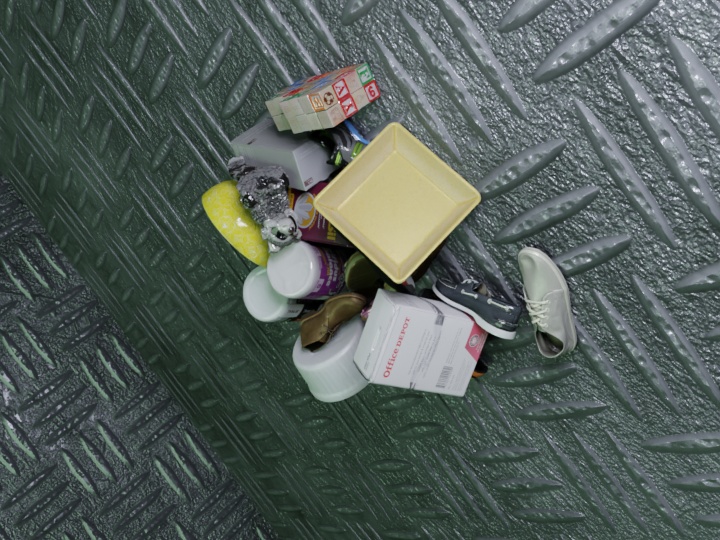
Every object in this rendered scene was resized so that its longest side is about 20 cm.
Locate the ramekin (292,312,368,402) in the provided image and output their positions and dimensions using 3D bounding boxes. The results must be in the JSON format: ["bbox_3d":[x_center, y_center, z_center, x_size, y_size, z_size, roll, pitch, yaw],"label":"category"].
[{"bbox_3d":[-0.048,0.169,1.641,0.199,0.201,0.098,6,141,50],"label":"ramekin"}]

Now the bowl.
[{"bbox_3d":[-0.203,-0.114,1.523,0.200,0.108,0.200,45,-167,-13],"label":"bowl"}]

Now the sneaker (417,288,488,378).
[{"bbox_3d":[0.176,0.116,1.448,0.089,0.070,0.202,-12,112,35],"label":"sneaker"}]

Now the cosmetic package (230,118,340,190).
[{"bbox_3d":[-0.139,-0.220,1.456,0.199,0.107,0.091,12,132,45],"label":"cosmetic package"}]

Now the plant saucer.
[{"bbox_3d":[0.058,-0.106,1.249,0.200,0.200,0.049,43,170,13],"label":"plant saucer"}]

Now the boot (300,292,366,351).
[{"bbox_3d":[-0.055,0.105,1.553,0.073,0.076,0.199,26,142,-27],"label":"boot"}]

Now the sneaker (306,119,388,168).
[{"bbox_3d":[-0.013,-0.195,1.337,0.199,0.083,0.071,41,148,14],"label":"sneaker"}]

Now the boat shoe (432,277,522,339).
[{"bbox_3d":[0.202,0.049,1.335,0.199,0.075,0.061,33,109,44],"label":"boat shoe"}]

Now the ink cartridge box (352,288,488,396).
[{"bbox_3d":[0.104,0.127,1.340,0.085,0.198,0.147,42,116,58],"label":"ink cartridge box"}]

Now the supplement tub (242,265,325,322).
[{"bbox_3d":[-0.148,0.047,1.649,0.121,0.199,0.124,-1,88,29],"label":"supplement tub"}]

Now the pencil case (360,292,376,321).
[{"bbox_3d":[0.091,0.129,1.523,0.200,0.083,0.086,46,168,-8],"label":"pencil case"}]

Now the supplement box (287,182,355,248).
[{"bbox_3d":[-0.049,-0.104,1.435,0.199,0.085,0.112,11,94,48],"label":"supplement box"}]

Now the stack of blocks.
[{"bbox_3d":[-0.076,-0.282,1.297,0.199,0.115,0.059,4,127,52],"label":"stack of blocks"}]

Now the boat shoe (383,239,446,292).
[{"bbox_3d":[0.088,-0.020,1.410,0.063,0.073,0.200,51,139,13],"label":"boat shoe"}]

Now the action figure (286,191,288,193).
[{"bbox_3d":[-0.129,-0.097,1.617,0.131,0.069,0.200,53,146,10],"label":"action figure"}]

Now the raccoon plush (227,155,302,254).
[{"bbox_3d":[-0.170,-0.125,1.432,0.200,0.096,0.135,-121,11,-54],"label":"raccoon plush"}]

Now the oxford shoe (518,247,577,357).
[{"bbox_3d":[0.292,0.056,1.225,0.075,0.058,0.202,10,129,51],"label":"oxford shoe"}]

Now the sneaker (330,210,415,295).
[{"bbox_3d":[0.049,-0.057,1.333,0.201,0.108,0.067,45,160,-20],"label":"sneaker"}]

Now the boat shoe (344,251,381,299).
[{"bbox_3d":[0.002,-0.001,1.496,0.201,0.072,0.064,65,-177,-70],"label":"boat shoe"}]

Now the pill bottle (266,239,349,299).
[{"bbox_3d":[-0.088,0.001,1.531,0.111,0.199,0.114,-1,87,27],"label":"pill bottle"}]
